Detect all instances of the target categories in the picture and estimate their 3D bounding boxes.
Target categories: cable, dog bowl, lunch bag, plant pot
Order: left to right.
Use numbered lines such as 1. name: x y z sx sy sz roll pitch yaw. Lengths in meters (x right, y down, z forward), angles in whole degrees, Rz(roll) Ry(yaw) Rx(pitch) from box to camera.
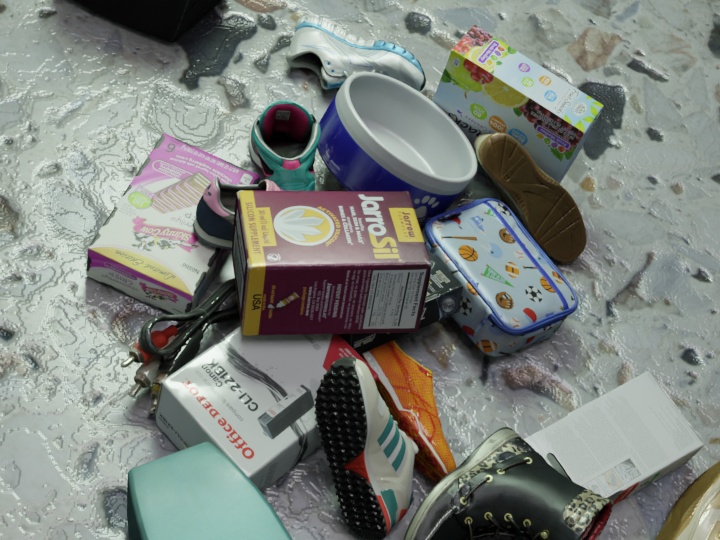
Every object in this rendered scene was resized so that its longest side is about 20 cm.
1. plant pot: -0.263 -0.430 1.600 0.177 0.200 0.200 39 55 1
2. cable: -0.196 0.061 1.340 0.050 0.098 0.200 1 39 32
3. plant pot: -0.151 0.282 1.167 0.140 0.142 0.201 -18 55 -25
4. dog bowl: 0.044 -0.154 1.504 0.199 0.079 0.201 27 32 -19
5. lunch bag: 0.165 0.001 1.474 0.159 0.076 0.201 -18 64 -35

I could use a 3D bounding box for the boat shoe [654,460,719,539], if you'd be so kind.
1. boat shoe: 0.385 0.292 1.344 0.069 0.074 0.200 45 57 3

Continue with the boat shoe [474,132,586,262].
1. boat shoe: 0.219 -0.098 1.543 0.071 0.065 0.201 -38 104 -2

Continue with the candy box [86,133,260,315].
1. candy box: -0.220 -0.055 1.424 0.135 0.061 0.201 23 54 1

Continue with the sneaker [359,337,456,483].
1. sneaker: 0.062 0.147 1.350 0.077 0.073 0.201 -19 63 -21

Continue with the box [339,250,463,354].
1. box: 0.000 0.000 1.422 0.159 0.044 0.200 -22 48 -27

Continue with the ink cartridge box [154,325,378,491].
1. ink cartridge box: -0.103 0.138 1.307 0.199 0.084 0.144 -35 70 -31

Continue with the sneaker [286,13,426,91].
1. sneaker: -0.010 -0.272 1.631 0.198 0.075 0.087 20 60 9

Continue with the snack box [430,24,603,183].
1. snack box: 0.192 -0.196 1.563 0.199 0.169 0.068 35 56 9

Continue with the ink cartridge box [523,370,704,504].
1. ink cartridge box: 0.286 0.206 1.385 0.199 0.051 0.109 -22 65 -26

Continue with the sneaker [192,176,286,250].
1. sneaker: -0.089 -0.064 1.379 0.198 0.082 0.071 2 49 -17

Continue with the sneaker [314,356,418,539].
1. sneaker: 0.013 0.178 1.272 0.070 0.202 0.093 -2 16 37

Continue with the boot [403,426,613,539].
1. boot: 0.153 0.269 1.259 0.153 0.074 0.203 29 55 32

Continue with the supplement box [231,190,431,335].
1. supplement box: -0.036 -0.009 1.311 0.198 0.104 0.132 -1 41 -13

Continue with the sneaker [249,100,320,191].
1. sneaker: -0.099 -0.165 1.476 0.083 0.122 0.201 -8 43 -13
